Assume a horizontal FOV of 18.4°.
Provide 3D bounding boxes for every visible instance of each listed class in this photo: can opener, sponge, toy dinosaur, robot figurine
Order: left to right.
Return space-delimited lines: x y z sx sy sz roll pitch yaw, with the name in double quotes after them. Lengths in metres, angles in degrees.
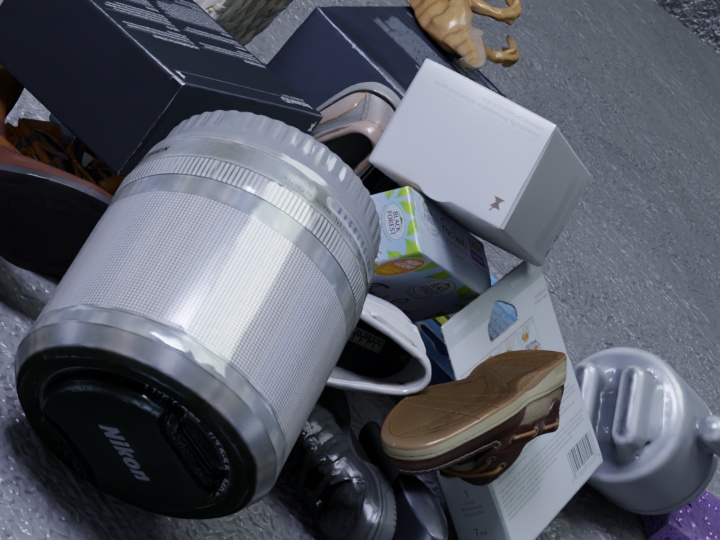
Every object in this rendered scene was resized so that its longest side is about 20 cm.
-0.174 -0.046 1.490 0.200 0.058 0.145 18 29 -51 "robot figurine"
0.023 0.155 1.459 0.063 0.079 0.200 25 16 -24 "can opener"
0.077 -0.182 1.699 0.106 0.060 0.200 1 32 -26 "toy dinosaur"
0.223 0.131 1.782 0.169 0.113 0.200 8 -15 25 "robot figurine"
0.318 0.241 1.897 0.200 0.030 0.112 36 20 -20 "sponge"

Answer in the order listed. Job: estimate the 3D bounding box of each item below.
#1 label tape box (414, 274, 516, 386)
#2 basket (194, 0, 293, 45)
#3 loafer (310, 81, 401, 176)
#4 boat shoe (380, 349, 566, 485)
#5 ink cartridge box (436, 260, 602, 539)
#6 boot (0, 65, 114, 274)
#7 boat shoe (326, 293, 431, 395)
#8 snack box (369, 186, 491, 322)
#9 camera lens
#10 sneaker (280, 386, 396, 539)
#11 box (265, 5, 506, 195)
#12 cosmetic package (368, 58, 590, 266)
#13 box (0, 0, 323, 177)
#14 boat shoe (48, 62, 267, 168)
0.067 0.056 1.742 0.143 0.066 0.200 44 25 2 "label tape box"
-0.146 -0.218 1.702 0.123 0.200 0.136 52 21 10 "basket"
-0.052 -0.057 1.550 0.072 0.200 0.063 45 28 -11 "loafer"
0.080 0.108 1.457 0.072 0.072 0.200 3 14 28 "boat shoe"
0.103 0.097 1.601 0.200 0.044 0.174 -34 106 -61 "ink cartridge box"
-0.226 -0.083 1.398 0.188 0.069 0.200 9 31 -5 "boot"
-0.043 0.034 1.408 0.200 0.072 0.066 25 11 -27 "boat shoe"
0.000 0.000 1.541 0.200 0.142 0.053 30 47 -69 "snack box"
-0.090 0.028 1.262 0.160 0.160 0.200 38 53 -14 "camera lens"
-0.051 0.104 1.426 0.104 0.060 0.200 23 27 -33 "sneaker"
-0.018 -0.094 1.686 0.117 0.197 0.200 46 20 10 "box"
0.088 -0.071 1.555 0.108 0.085 0.200 29 -1 13 "cosmetic package"
-0.133 -0.124 1.448 0.141 0.079 0.200 40 14 21 "box"
-0.141 -0.122 1.631 0.200 0.075 0.062 -28 65 -38 "boat shoe"
